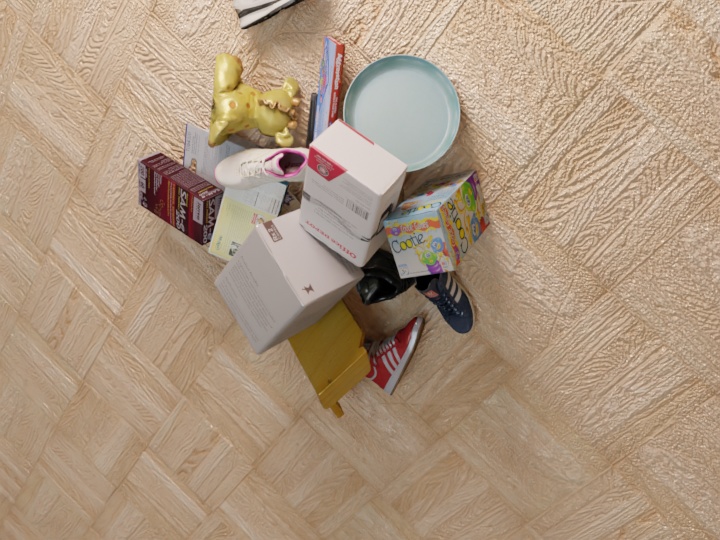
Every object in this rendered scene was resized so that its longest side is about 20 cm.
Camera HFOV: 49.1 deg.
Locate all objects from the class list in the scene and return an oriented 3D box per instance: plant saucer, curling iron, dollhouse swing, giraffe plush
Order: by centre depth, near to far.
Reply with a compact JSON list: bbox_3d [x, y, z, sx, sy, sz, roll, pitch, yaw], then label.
[{"bbox_3d":[0.069,-0.260,1.321,0.194,0.027,0.206,0,79,2],"label":"plant saucer"},{"bbox_3d":[-0.194,-0.299,1.450,0.158,0.200,0.177,6,108,-12],"label":"giraffe plush"},{"bbox_3d":[-0.083,-0.234,1.484,0.048,0.026,0.205,11,119,21],"label":"curling iron"},{"bbox_3d":[-0.051,0.167,1.604,0.181,0.175,0.201,-41,54,9],"label":"dollhouse swing"}]

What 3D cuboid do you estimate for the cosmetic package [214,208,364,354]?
[{"bbox_3d":[-0.132,0.014,1.436,0.167,0.163,0.200,56,136,8],"label":"cosmetic package"}]

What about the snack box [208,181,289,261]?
[{"bbox_3d":[-0.219,-0.104,1.546,0.114,0.037,0.203,21,117,-1],"label":"snack box"}]

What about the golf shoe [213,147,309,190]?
[{"bbox_3d":[-0.176,-0.193,1.441,0.194,0.092,0.078,-9,91,2],"label":"golf shoe"}]

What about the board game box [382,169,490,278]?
[{"bbox_3d":[0.133,-0.081,1.331,0.103,0.200,0.105,-9,110,31],"label":"board game box"}]

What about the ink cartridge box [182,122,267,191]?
[{"bbox_3d":[-0.272,-0.181,1.603,0.197,0.043,0.200,26,125,17],"label":"ink cartridge box"}]

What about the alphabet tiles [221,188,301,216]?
[{"bbox_3d":[-0.180,-0.096,1.577,0.166,0.008,0.201,-32,109,28],"label":"alphabet tiles"}]

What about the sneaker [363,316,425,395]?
[{"bbox_3d":[0.052,0.151,1.570,0.111,0.071,0.203,29,126,9],"label":"sneaker"}]

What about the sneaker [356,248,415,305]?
[{"bbox_3d":[0.000,0.000,1.500,0.196,0.114,0.078,23,121,20],"label":"sneaker"}]

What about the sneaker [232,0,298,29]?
[{"bbox_3d":[-0.157,-0.505,1.360,0.197,0.076,0.118,-13,109,35],"label":"sneaker"}]

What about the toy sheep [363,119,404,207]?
[{"bbox_3d":[0.012,-0.190,1.390,0.138,0.137,0.202,-40,78,37],"label":"toy sheep"}]

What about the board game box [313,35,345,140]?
[{"bbox_3d":[-0.057,-0.299,1.383,0.019,0.103,0.205,0,113,-17],"label":"board game box"}]

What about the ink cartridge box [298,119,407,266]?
[{"bbox_3d":[-0.017,-0.123,1.304,0.144,0.084,0.202,35,148,12],"label":"ink cartridge box"}]

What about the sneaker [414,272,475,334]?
[{"bbox_3d":[0.144,0.040,1.456,0.074,0.084,0.203,-24,101,35],"label":"sneaker"}]

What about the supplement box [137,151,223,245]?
[{"bbox_3d":[-0.368,-0.148,1.606,0.198,0.061,0.111,30,130,25],"label":"supplement box"}]
